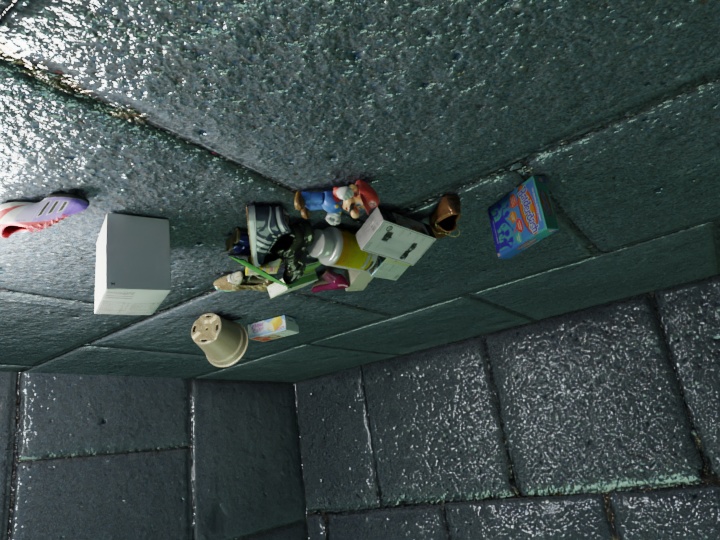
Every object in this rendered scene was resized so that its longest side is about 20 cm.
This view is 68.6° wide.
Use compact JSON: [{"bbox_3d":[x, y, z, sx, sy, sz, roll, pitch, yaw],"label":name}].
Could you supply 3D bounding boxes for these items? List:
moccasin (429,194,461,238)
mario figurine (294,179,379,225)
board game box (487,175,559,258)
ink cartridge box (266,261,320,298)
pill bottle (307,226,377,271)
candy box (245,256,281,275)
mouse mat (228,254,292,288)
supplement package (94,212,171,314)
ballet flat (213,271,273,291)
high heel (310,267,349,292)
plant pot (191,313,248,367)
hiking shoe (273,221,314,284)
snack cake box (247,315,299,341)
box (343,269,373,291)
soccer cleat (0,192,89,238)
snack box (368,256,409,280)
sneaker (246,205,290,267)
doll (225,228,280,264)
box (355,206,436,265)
[{"bbox_3d":[0.240,-0.134,1.467,0.073,0.079,0.202,-4,161,-12],"label":"moccasin"},{"bbox_3d":[-0.053,-0.150,1.248,0.198,0.107,0.124,-5,-163,14],"label":"mario figurine"},{"bbox_3d":[0.432,-0.139,1.422,0.045,0.154,0.200,2,158,-25],"label":"board game box"},{"bbox_3d":[-0.194,0.025,1.725,0.199,0.048,0.145,-25,176,43],"label":"ink cartridge box"},{"bbox_3d":[-0.051,-0.062,1.506,0.199,0.110,0.109,10,154,-43],"label":"pill bottle"},{"bbox_3d":[-0.294,-0.032,1.615,0.101,0.027,0.200,-6,161,-20],"label":"candy box"},{"bbox_3d":[-0.293,0.002,1.528,0.160,0.008,0.199,33,169,-28],"label":"mouse mat"},{"bbox_3d":[-0.569,-0.009,1.312,0.146,0.193,0.200,4,158,-33],"label":"supplement package"},{"bbox_3d":[-0.379,0.030,1.731,0.198,0.071,0.066,0,132,-31],"label":"ballet flat"},{"bbox_3d":[-0.109,0.058,1.823,0.096,0.068,0.200,36,156,-7],"label":"high heel"},{"bbox_3d":[-0.584,0.268,2.146,0.198,0.202,0.184,-12,149,10],"label":"plant pot"},{"bbox_3d":[-0.198,-0.049,1.449,0.100,0.076,0.201,1,125,-31],"label":"hiking shoe"},{"bbox_3d":[-0.388,0.260,2.354,0.198,0.068,0.115,-16,162,21],"label":"snack cake box"},{"bbox_3d":[0.000,0.000,1.751,0.068,0.083,0.200,-1,161,-17],"label":"box"},{"bbox_3d":[-0.681,-0.117,1.138,0.198,0.074,0.068,-9,161,2],"label":"soccer cleat"},{"bbox_3d":[0.122,-0.053,1.603,0.116,0.037,0.200,10,131,-43],"label":"snack box"},{"bbox_3d":[-0.233,-0.087,1.359,0.107,0.071,0.201,-7,139,-11],"label":"sneaker"},{"bbox_3d":[-0.268,-0.061,1.474,0.199,0.049,0.136,17,137,-40],"label":"doll"},{"bbox_3d":[0.099,-0.092,1.466,0.199,0.060,0.117,14,128,-35],"label":"box"}]
